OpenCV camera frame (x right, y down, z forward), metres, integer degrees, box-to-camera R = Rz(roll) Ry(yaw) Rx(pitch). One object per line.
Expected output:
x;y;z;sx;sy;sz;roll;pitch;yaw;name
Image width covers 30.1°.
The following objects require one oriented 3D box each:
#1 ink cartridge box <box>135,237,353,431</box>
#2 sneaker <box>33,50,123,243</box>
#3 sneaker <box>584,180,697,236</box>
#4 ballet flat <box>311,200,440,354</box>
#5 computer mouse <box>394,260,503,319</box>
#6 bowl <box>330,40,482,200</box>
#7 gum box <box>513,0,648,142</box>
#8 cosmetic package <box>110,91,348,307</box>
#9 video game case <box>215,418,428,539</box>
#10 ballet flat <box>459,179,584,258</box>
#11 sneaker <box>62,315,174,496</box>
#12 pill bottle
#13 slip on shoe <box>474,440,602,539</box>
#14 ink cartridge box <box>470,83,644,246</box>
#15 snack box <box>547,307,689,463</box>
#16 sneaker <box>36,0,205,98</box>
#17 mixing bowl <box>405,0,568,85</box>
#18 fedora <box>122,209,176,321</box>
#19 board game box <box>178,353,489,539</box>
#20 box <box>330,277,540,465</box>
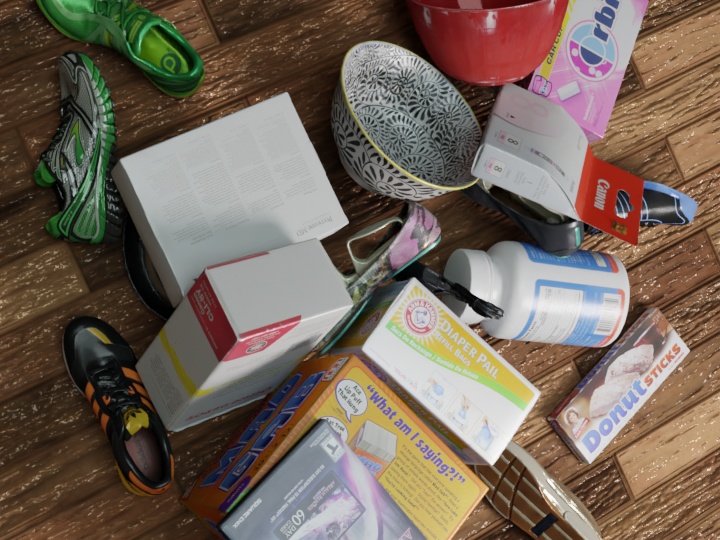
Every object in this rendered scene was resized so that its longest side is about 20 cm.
-0.121;0.066;1.343;0.144;0.200;0.084;-17;69;-39;ink cartridge box
-0.295;-0.128;1.384;0.084;0.078;0.203;-4;86;-20;sneaker
0.311;-0.074;1.621;0.197;0.070;0.079;15;83;-12;sneaker
0.000;0.000;1.468;0.200;0.069;0.071;-44;107;3;ballet flat
0.091;0.025;1.458;0.058;0.200;0.034;31;89;-29;computer mouse
0.035;-0.147;1.488;0.199;0.094;0.203;24;44;-26;bowl
0.258;-0.257;1.617;0.112;0.066;0.202;25;76;-18;gum box
-0.131;-0.073;1.357;0.198;0.052;0.152;-25;87;-26;cosmetic package
-0.021;0.263;1.264;0.143;0.019;0.200;-44;99;-20;video game case
0.174;-0.094;1.518;0.199;0.073;0.073;40;69;22;ballet flat
-0.240;0.136;1.369;0.069;0.090;0.202;-25;94;-21;sneaker
0.198;0.025;1.539;0.197;0.112;0.114;7;81;-20;pill bottle
0.209;0.262;1.548;0.200;0.076;0.061;44;31;-3;slip on shoe
0.229;-0.122;1.490;0.198;0.058;0.163;20;35;3;ink cartridge box
0.313;0.137;1.617;0.200;0.024;0.072;-44;101;-20;snack box
-0.246;-0.259;1.414;0.198;0.083;0.075;30;75;-15;sneaker
0.146;-0.279;1.530;0.198;0.200;0.110;-18;121;-21;mixing bowl
-0.156;-0.039;1.419;0.198;0.091;0.204;2;84;-21;fedora
-0.032;0.231;1.380;0.200;0.200;0.200;45;71;-10;board game box
0.081;0.114;1.484;0.200;0.112;0.102;42;72;-11;box
